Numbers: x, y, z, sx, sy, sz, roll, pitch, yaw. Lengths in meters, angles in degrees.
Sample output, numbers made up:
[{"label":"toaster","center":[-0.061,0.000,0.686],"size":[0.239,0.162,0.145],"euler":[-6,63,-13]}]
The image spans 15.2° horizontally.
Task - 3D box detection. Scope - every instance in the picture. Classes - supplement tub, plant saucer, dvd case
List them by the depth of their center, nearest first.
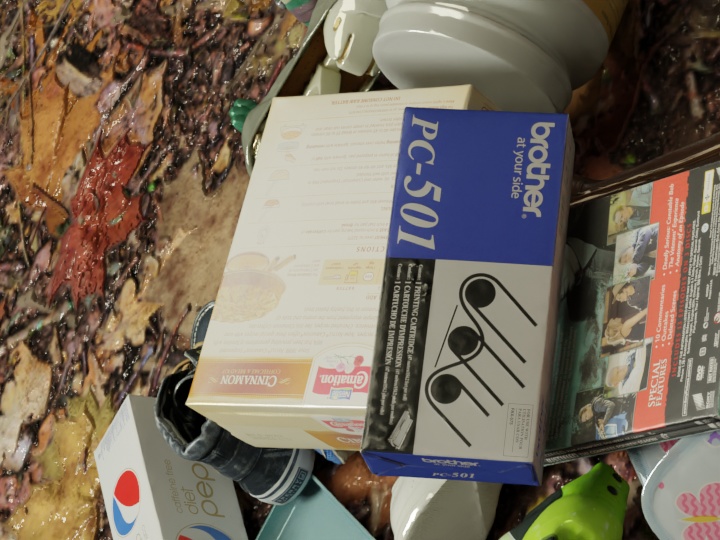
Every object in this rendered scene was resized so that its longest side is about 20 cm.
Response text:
[{"label":"dvd case","center":[0.134,0.027,1.441],"size":[0.200,0.022,0.147],"euler":[-18,58,49]},{"label":"supplement tub","center":[0.100,-0.197,1.645],"size":[0.144,0.145,0.201],"euler":[2,62,49]},{"label":"plant saucer","center":[-0.016,0.185,1.677],"size":[0.070,0.019,0.200],"euler":[-61,27,5]}]

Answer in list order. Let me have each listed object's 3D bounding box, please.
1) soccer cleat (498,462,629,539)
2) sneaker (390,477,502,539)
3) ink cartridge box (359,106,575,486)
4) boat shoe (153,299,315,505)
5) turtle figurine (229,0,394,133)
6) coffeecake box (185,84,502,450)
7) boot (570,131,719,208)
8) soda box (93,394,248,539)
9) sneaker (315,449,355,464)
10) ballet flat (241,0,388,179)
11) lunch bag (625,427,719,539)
[{"label":"soccer cleat","center":[0.091,0.185,1.560],"size":[0.200,0.067,0.081],"euler":[-46,5,40]},{"label":"sneaker","center":[0.076,0.084,1.621],"size":[0.200,0.075,0.089],"euler":[-52,29,18]},{"label":"ink cartridge box","center":[0.060,0.012,1.453],"size":[0.094,0.044,0.201],"euler":[3,68,11]},{"label":"boat shoe","center":[-0.094,0.068,1.786],"size":[0.071,0.091,0.200],"euler":[-50,34,17]},{"label":"turtle figurine","center":[0.002,-0.163,1.783],"size":[0.200,0.149,0.101],"euler":[-48,60,33]},{"label":"coffeecake box","center":[0.000,0.000,1.565],"size":[0.153,0.073,0.201],"euler":[0,66,39]},{"label":"boot","center":[0.176,-0.057,1.581],"size":[0.199,0.064,0.187],"euler":[-26,30,23]},{"label":"soda box","center":[-0.118,0.179,1.777],"size":[0.064,0.068,0.201],"euler":[-56,37,38]},{"label":"sneaker","center":[0.018,0.058,1.667],"size":[0.076,0.077,0.200],"euler":[-44,7,-40]},{"label":"ballet flat","center":[-0.012,-0.128,1.714],"size":[0.200,0.067,0.064],"euler":[-55,21,29]},{"label":"lunch bag","center":[0.227,0.068,1.411],"size":[0.170,0.127,0.201],"euler":[-42,51,32]}]
